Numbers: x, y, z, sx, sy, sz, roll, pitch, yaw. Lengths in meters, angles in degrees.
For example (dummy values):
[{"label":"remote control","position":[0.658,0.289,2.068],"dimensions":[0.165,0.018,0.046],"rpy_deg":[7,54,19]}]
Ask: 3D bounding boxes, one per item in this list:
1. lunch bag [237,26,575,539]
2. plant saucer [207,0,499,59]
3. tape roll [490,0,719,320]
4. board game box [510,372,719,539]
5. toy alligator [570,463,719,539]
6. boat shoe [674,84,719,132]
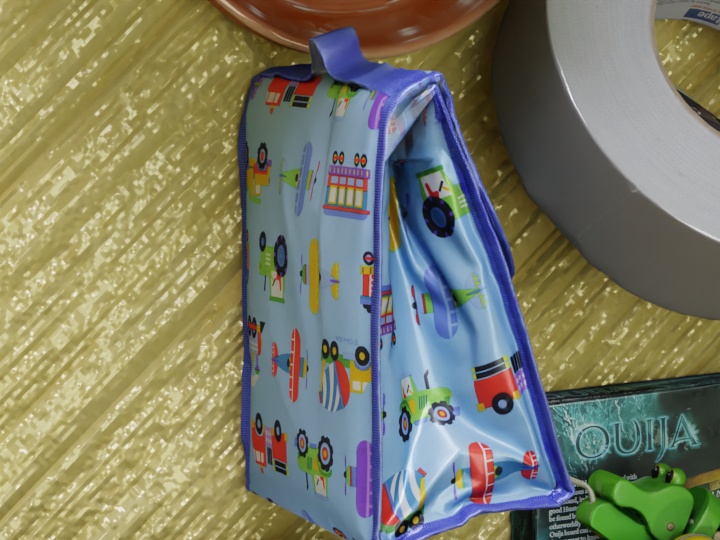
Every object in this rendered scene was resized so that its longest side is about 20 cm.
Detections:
[{"label":"lunch bag","position":[0.000,0.000,1.158],"dimensions":[0.094,0.150,0.201],"rpy_deg":[-15,101,-21]},{"label":"plant saucer","position":[-0.004,-0.191,1.201],"dimensions":[0.199,0.032,0.201],"rpy_deg":[-2,96,-22]},{"label":"tape roll","position":[0.160,-0.081,1.215],"dimensions":[0.199,0.066,0.201],"rpy_deg":[9,63,-17]},{"label":"board game box","position":[0.164,0.115,1.307],"dimensions":[0.199,0.028,0.136],"rpy_deg":[-5,97,-22]},{"label":"toy alligator","position":[0.140,0.115,1.249],"dimensions":[0.200,0.059,0.054],"rpy_deg":[44,79,-20]},{"label":"boat shoe","position":[0.160,-0.037,1.269],"dimensions":[0.200,0.065,0.073],"rpy_deg":[30,84,-23]}]
